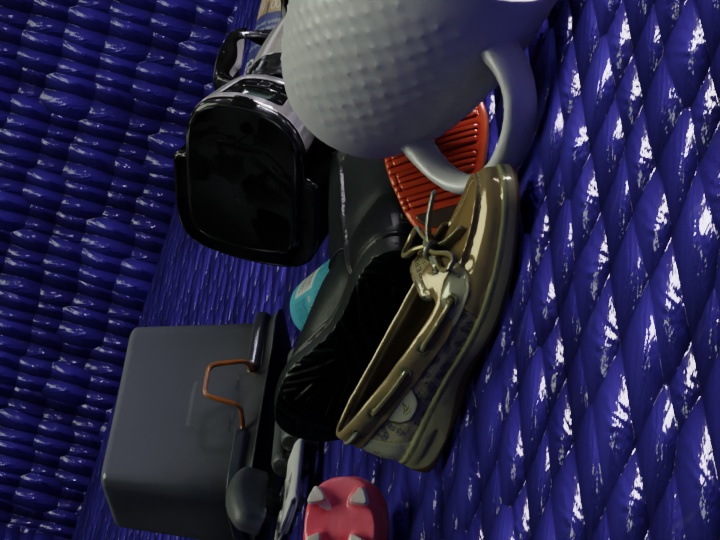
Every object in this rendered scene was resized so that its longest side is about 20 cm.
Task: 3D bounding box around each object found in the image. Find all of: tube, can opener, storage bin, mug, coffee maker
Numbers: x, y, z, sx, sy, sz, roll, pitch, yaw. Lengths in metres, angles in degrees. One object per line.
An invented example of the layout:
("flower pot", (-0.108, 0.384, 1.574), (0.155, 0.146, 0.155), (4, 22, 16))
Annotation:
("tube", (-0.002, 0.004, 1.782), (0.200, 0.050, 0.078), (140, 140, -66))
("can opener", (-0.067, 0.135, 1.887), (0.201, 0.066, 0.054), (-87, 16, -52))
("storage bin", (-0.139, 0.131, 1.993), (0.146, 0.133, 0.201), (81, -167, -55))
("mug", (0.040, -0.139, 1.447), (0.201, 0.147, 0.176), (57, 137, 23))
("coffee maker", (-0.042, -0.091, 1.788), (0.200, 0.134, 0.193), (-55, -51, -47))

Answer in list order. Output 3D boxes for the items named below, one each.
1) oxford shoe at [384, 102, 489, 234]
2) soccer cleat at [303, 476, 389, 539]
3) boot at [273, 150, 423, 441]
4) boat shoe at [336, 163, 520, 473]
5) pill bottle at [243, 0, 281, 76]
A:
("oxford shoe", (0.056, -0.090, 1.566), (0.073, 0.071, 0.201), (65, -163, -48))
("soccer cleat", (-0.013, 0.228, 1.473), (0.076, 0.066, 0.202), (44, -130, -65))
("boot", (0.000, 0.000, 1.654), (0.169, 0.076, 0.201), (-91, 23, -50))
("boat shoe", (0.043, 0.027, 1.398), (0.073, 0.062, 0.201), (-97, 24, -68))
("pill bottle", (-0.055, -0.153, 2.130), (0.111, 0.110, 0.202), (130, 153, -69))
